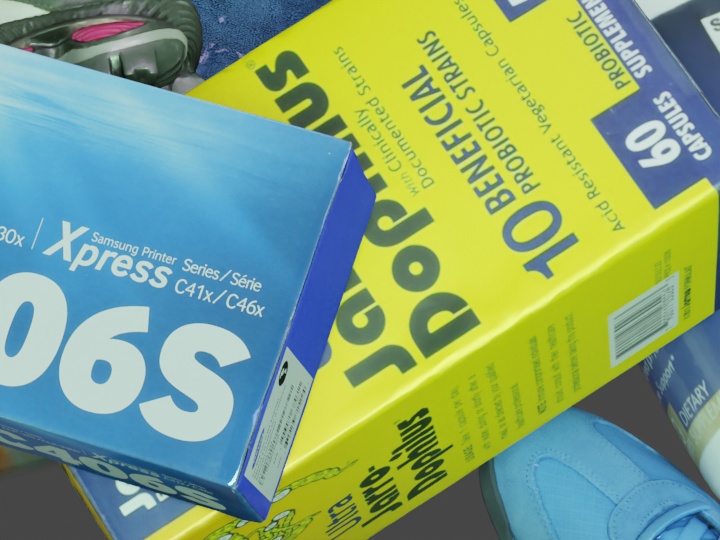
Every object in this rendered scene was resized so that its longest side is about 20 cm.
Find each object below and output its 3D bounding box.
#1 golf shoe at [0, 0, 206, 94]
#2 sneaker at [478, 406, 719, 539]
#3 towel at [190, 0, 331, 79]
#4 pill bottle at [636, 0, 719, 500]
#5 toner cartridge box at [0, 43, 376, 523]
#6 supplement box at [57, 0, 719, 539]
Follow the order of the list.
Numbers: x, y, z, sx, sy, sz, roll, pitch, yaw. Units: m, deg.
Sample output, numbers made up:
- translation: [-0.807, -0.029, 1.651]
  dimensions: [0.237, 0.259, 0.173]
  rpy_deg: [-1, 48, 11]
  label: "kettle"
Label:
- translation: [-0.144, -0.050, 0.876]
  dimensions: [0.199, 0.077, 0.088]
  rpy_deg: [-14, 57, -3]
  label: "golf shoe"
- translation: [0.118, 0.105, 0.893]
  dimensions: [0.066, 0.079, 0.200]
  rpy_deg: [-31, 71, -32]
  label: "sneaker"
- translation: [-0.025, -0.091, 0.987]
  dimensions: [0.111, 0.049, 0.201]
  rpy_deg: [22, 53, -5]
  label: "towel"
- translation: [0.115, -0.034, 0.963]
  dimensions: [0.111, 0.111, 0.200]
  rpy_deg: [-15, 64, -29]
  label: "pill bottle"
- translation: [-0.105, -0.010, 0.782]
  dimensions: [0.199, 0.043, 0.095]
  rpy_deg: [15, 75, 13]
  label: "toner cartridge box"
- translation: [0.000, 0.000, 0.848]
  dimensions: [0.200, 0.110, 0.109]
  rpy_deg: [-33, 71, -5]
  label: "supplement box"
